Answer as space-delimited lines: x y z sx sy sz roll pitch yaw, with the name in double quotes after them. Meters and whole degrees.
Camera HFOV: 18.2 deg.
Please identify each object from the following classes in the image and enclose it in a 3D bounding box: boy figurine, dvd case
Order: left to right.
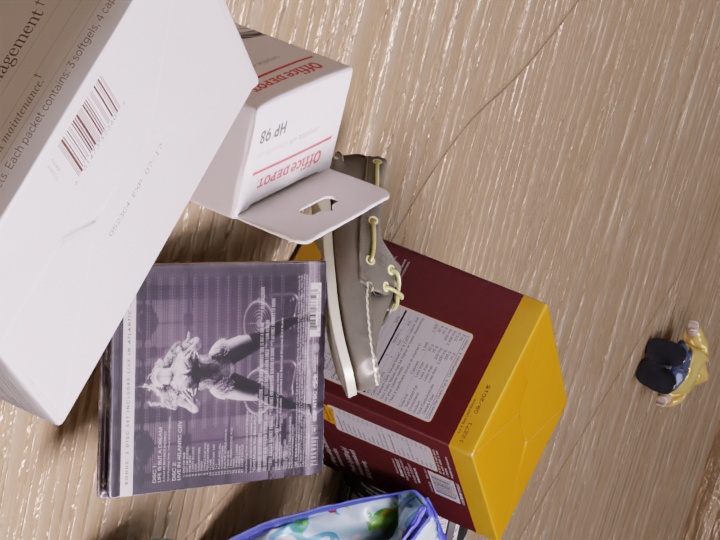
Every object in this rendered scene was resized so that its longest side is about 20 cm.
-0.096 0.069 1.499 0.199 0.016 0.150 -2 94 -48 "dvd case"
0.434 0.125 3.058 0.125 0.064 0.200 -70 161 6 "boy figurine"

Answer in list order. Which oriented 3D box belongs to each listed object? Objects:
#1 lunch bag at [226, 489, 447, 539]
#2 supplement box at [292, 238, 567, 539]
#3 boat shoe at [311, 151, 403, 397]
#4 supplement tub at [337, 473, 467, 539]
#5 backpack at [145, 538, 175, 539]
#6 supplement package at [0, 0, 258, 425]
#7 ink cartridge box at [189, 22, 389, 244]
-0.019 0.257 1.807 0.199 0.128 0.170 -31 157 -3 "lunch bag"
0.038 0.086 1.759 0.133 0.199 0.198 -61 160 -19 "supplement box"
0.000 -0.002 1.621 0.072 0.060 0.203 90 -6 -55 "boat shoe"
0.041 0.202 2.014 0.122 0.122 0.201 -41 149 -51 "supplement tub"
-0.111 0.278 1.589 0.153 0.199 0.177 -41 141 -64 "backpack"
-0.187 -0.074 0.990 0.192 0.199 0.147 -61 159 -18 "supplement package"
-0.085 -0.091 1.240 0.116 0.199 0.067 -32 139 -59 "ink cartridge box"
